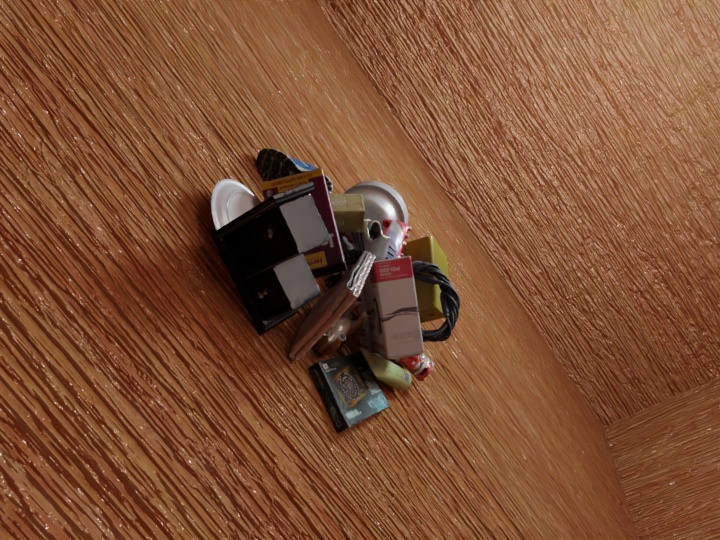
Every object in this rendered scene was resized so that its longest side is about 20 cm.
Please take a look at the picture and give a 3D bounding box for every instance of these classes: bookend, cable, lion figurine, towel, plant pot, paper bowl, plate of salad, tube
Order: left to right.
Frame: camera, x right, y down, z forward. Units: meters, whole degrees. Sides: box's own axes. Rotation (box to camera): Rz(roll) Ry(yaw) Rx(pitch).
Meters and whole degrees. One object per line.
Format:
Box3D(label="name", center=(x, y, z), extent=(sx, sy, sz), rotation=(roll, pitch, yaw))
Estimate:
Box3D(label="plate of salad", center=(-0.227, -0.080, 1.083), extent=(0.200, 0.048, 0.201), rotation=(49, 29, -41))
Box3D(label="bookend", center=(-0.128, -0.015, 0.944), extent=(0.092, 0.198, 0.201), rotation=(-30, 98, -45))
Box3D(label="towel", center=(-0.054, 0.062, 1.074), extent=(0.032, 0.191, 0.200), rotation=(40, 24, -6))
Box3D(label="lion figurine", center=(-0.046, 0.127, 1.145), extent=(0.073, 0.123, 0.200), rotation=(50, 35, 13))
Box3D(label="paper bowl", center=(0.022, -0.130, 1.481), extent=(0.201, 0.200, 0.104), rotation=(54, 22, -8))
Box3D(label="tube", center=(0.055, 0.223, 1.238), extent=(0.200, 0.058, 0.052), rotation=(41, 63, -57))
Box3D(label="plant pot", center=(0.133, 0.045, 1.486), extent=(0.200, 0.199, 0.177), rotation=(37, 40, -65))
Box3D(label="cable", center=(0.158, 0.078, 1.345), extent=(0.200, 0.163, 0.051), rotation=(56, -19, 12))

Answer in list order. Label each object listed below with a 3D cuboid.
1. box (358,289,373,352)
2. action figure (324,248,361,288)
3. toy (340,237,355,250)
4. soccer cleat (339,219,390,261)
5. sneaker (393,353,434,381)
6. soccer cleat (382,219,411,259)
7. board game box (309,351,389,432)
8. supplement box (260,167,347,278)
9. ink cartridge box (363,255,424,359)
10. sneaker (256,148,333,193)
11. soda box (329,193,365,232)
Box3D(label="box", center=(0.023, 0.099, 1.276), extent=(0.039, 0.041, 0.201), rotation=(-2, 86, -47))
Box3D(label="action figure", center=(0.000, 0.000, 1.362), extent=(0.199, 0.102, 0.119), rotation=(5, 79, -45))
Box3D(label="toy", center=(-0.098, -0.118, 1.410), extent=(0.200, 0.047, 0.115), rotation=(54, 11, 11))
Box3D(label="soccer cleat", center=(0.010, -0.093, 1.321), extent=(0.070, 0.087, 0.200), rotation=(5, 28, -37))
Box3D(label="sneaker", center=(0.125, 0.211, 1.342), extent=(0.108, 0.067, 0.201), rotation=(44, 0, 14))
Box3D(label="soccer cleat", center=(0.068, -0.049, 1.350), extent=(0.076, 0.067, 0.200), rotation=(18, 48, 3))
Box3D(label="board game box", center=(-0.017, 0.237, 1.127), extent=(0.136, 0.028, 0.200), rotation=(63, 21, 14))
Box3D(label="supplement box", center=(-0.113, -0.087, 1.134), extent=(0.103, 0.130, 0.201), rotation=(83, -8, -80))
Box3D(label="ink cartridge box", center=(0.064, 0.077, 1.180), extent=(0.146, 0.084, 0.201), rotation=(170, -90, -78))
Box3D(label="sneaker", center=(-0.158, -0.231, 1.354), extent=(0.199, 0.079, 0.089), rotation=(27, 10, -1))
Box3D(label="soda box", center=(-0.092, -0.128, 1.252), extent=(0.068, 0.199, 0.064), rotation=(-99, -169, -46))
